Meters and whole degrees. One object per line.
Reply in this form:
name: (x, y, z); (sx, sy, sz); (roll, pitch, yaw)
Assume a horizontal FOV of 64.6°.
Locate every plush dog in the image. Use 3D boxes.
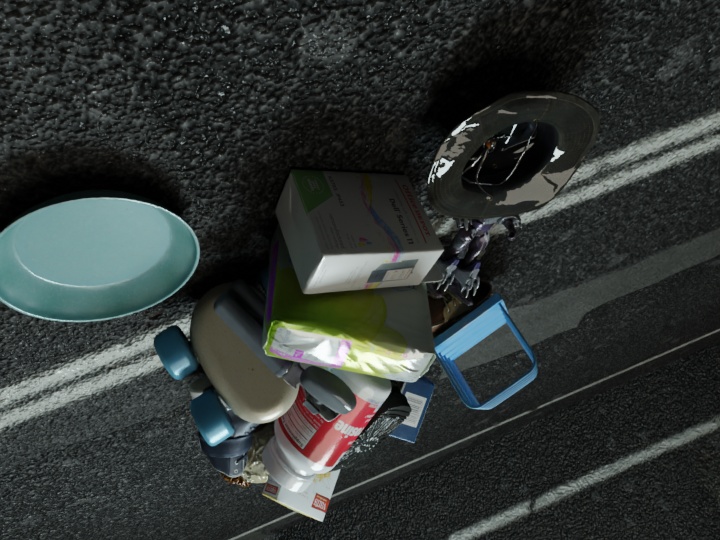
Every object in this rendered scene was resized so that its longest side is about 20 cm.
plush dog: (-0.172, 0.272, 0.978); (0.194, 0.176, 0.161); (-23, 152, 2)

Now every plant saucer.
plant saucer: (-0.261, -0.017, 0.567); (0.193, 0.037, 0.202); (-18, 151, -10)

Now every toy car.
toy car: (-0.157, 0.107, 0.777); (0.181, 0.181, 0.200); (-31, -177, -13)

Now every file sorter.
file sorter: (0.209, 0.145, 0.930); (0.137, 0.125, 0.200); (-35, 159, 8)

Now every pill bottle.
pill bottle: (-0.052, 0.207, 0.809); (0.202, 0.112, 0.111); (-53, 145, 10)

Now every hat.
hat: (0.156, -0.142, 0.632); (0.193, 0.083, 0.204); (-12, 145, -8)

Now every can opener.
can opener: (-0.080, 0.089, 0.656); (0.067, 0.200, 0.054); (-37, -171, 47)

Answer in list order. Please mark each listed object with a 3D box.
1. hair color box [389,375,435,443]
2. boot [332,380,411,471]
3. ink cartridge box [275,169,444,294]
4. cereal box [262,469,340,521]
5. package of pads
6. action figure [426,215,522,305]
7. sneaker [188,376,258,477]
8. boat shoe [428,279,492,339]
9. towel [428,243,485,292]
hair color box: (0.047, 0.203, 0.986); (0.059, 0.199, 0.103); (21, 91, -20)
boot: (-0.017, 0.205, 0.910); (0.210, 0.160, 0.078); (-43, 140, 19)
ink cartridge box: (0.015, -0.046, 0.641); (0.194, 0.120, 0.068); (-4, 145, -33)
cereal box: (-0.074, 0.293, 0.945); (0.038, 0.206, 0.144); (4, 152, 34)
package of pads: (-0.012, 0.037, 0.655); (0.193, 0.158, 0.069); (12, 137, -16)
action figure: (0.159, -0.051, 0.776); (0.126, 0.070, 0.204); (2, 128, -30)
sneaker: (-0.158, 0.235, 0.886); (0.194, 0.152, 0.077); (-4, -168, -4)
boat shoe: (0.136, 0.052, 0.904); (0.196, 0.077, 0.073); (-17, 150, -40)
towel: (0.083, 0.022, 0.913); (0.188, 0.035, 0.201); (-4, 143, -39)
